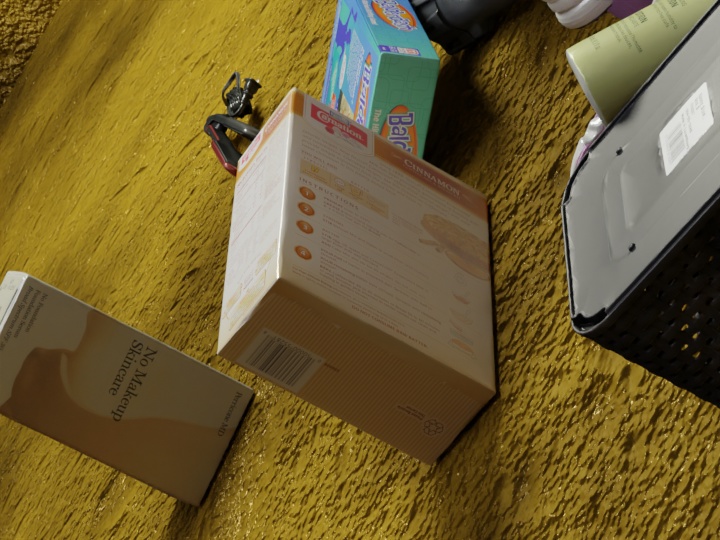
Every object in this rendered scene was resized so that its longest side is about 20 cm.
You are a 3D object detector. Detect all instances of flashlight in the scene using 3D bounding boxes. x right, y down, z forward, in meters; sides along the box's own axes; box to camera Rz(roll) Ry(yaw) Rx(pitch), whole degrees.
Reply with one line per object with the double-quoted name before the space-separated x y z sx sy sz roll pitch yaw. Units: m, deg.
"flashlight" 0.097 -0.217 1.570 0.200 0.068 0.068 -25 42 60

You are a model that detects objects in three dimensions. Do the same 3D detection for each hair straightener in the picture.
"hair straightener" -0.104 -0.137 2.049 0.077 0.041 0.200 -59 14 8

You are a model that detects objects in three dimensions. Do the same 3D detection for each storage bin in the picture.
"storage bin" 0.189 -0.049 1.058 0.200 0.094 0.135 -50 23 31

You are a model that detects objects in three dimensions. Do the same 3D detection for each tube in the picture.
"tube" 0.200 -0.137 1.135 0.200 0.052 0.058 -28 67 6

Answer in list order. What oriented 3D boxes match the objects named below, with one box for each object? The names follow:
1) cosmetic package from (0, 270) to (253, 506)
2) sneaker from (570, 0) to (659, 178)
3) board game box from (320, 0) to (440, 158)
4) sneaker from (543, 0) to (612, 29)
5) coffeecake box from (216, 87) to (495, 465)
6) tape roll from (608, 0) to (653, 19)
"cosmetic package" -0.194 0.089 1.705 0.105 0.200 0.071 -66 20 -7
"sneaker" 0.178 -0.110 1.211 0.200 0.080 0.088 -57 0 5
"board game box" 0.008 -0.113 1.616 0.200 0.045 0.152 -107 26 -65
"sneaker" 0.140 -0.239 1.273 0.200 0.080 0.074 -63 17 -7
"coffeecake box" 0.000 0.000 1.391 0.073 0.153 0.200 -50 22 31
"tape roll" 0.194 -0.246 1.362 0.200 0.066 0.200 -50 23 31
